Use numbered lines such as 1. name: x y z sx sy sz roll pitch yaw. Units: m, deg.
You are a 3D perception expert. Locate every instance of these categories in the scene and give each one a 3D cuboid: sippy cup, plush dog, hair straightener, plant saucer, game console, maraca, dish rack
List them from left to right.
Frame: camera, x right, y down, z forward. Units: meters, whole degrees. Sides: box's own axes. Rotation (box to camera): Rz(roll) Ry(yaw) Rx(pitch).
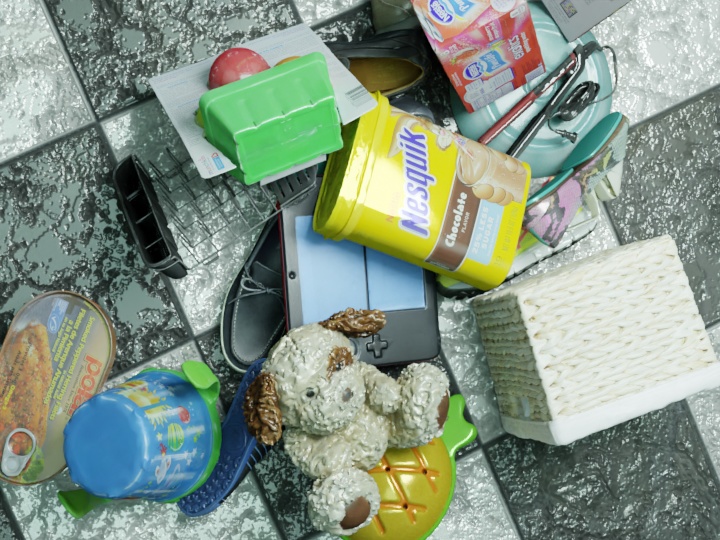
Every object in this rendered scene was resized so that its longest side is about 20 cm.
1. sippy cup: -0.223 0.168 1.057 0.137 0.130 0.181 12 90 16
2. dish rack: -0.144 -0.093 1.087 0.198 0.055 0.155 -32 55 3
3. plush dog: -0.031 0.127 1.046 0.200 0.159 0.173 -45 123 -25
4. game console: 0.000 0.000 1.120 0.173 0.031 0.204 -4 90 -18
5. maraca: 0.042 0.208 1.142 0.136 0.107 0.202 28 70 13
6. plant saucer: 0.200 -0.208 1.207 0.196 0.036 0.204 0 90 -10
7. hair straightener: 0.216 -0.176 1.177 0.200 0.041 0.077 -44 97 -12

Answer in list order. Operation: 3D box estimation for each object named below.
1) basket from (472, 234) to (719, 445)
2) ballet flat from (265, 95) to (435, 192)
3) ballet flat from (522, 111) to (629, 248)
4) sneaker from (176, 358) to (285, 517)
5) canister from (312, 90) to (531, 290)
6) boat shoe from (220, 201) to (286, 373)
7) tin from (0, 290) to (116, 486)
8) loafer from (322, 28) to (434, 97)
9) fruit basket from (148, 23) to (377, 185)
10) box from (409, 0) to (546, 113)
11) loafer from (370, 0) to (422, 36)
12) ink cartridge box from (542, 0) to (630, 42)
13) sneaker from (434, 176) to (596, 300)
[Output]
1. basket: 0.240 0.075 1.134 0.197 0.198 0.164 -20 89 -9
2. ballet flat: -0.016 -0.141 1.156 0.197 0.073 0.074 -21 93 -6
3. ballet flat: 0.242 -0.092 1.155 0.072 0.069 0.200 51 58 -9
4. sneaker: -0.119 0.179 1.131 0.070 0.077 0.201 44 106 27
5. canister: 0.066 -0.078 1.086 0.197 0.086 0.151 19 74 -17
6. boat shoe: -0.097 0.013 1.138 0.074 0.062 0.203 23 86 -11
7. tin: -0.323 0.121 1.100 0.110 0.042 0.203 21 86 5
8. loafer: -0.018 -0.204 1.127 0.197 0.073 0.074 -17 115 10
9. fruit basket: -0.101 -0.171 1.060 0.183 0.200 0.095 -23 127 -13
10. box: 0.118 -0.249 1.082 0.099 0.200 0.097 -28 75 10
11. loafer: 0.096 -0.318 1.168 0.198 0.075 0.071 -28 99 -9
12. ink cartridge box: 0.309 -0.356 1.140 0.199 0.175 0.084 -39 95 -18
13. sneaker: 0.160 -0.037 1.185 0.198 0.078 0.091 -28 86 -15
